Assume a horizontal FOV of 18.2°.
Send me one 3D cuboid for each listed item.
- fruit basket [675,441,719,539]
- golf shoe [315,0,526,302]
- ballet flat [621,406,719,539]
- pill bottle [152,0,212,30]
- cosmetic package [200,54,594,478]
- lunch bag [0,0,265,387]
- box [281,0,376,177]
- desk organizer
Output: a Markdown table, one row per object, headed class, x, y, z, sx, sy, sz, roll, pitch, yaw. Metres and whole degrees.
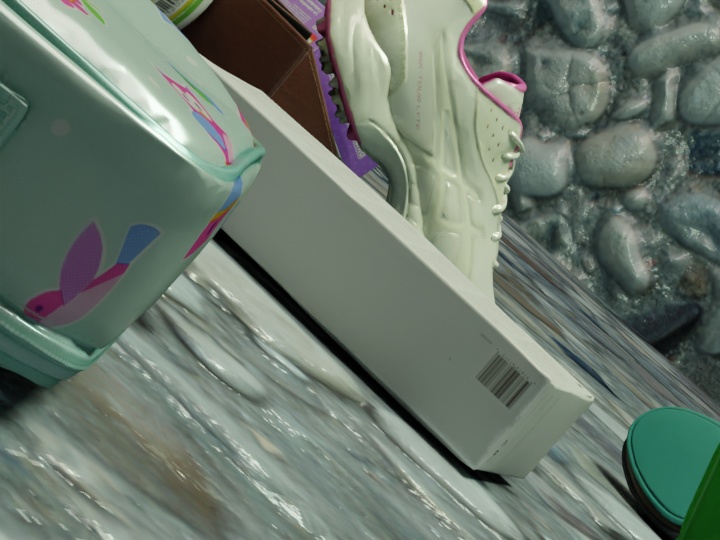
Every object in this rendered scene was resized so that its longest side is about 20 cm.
| class | x | y | z | sx | sy | sz | roll | pitch | yaw |
| --- | --- | --- | --- | --- | --- | --- | --- | --- | --- |
| fruit basket | 0.243 | 0.155 | 0.952 | 0.215 | 0.156 | 0.216 | 23 | 8 | -3 |
| golf shoe | 0.046 | -0.043 | 1.067 | 0.075 | 0.091 | 0.201 | -111 | -178 | -75 |
| ballet flat | 0.198 | 0.137 | 1.149 | 0.073 | 0.073 | 0.200 | 37 | 1 | -31 |
| pill bottle | -0.142 | -0.179 | 1.025 | 0.111 | 0.111 | 0.200 | 43 | 6 | 21 |
| cosmetic package | 0.000 | 0.000 | 0.909 | 0.200 | 0.051 | 0.083 | 43 | 8 | 19 |
| lunch bag | -0.116 | -0.063 | 0.499 | 0.200 | 0.077 | 0.160 | 40 | 7 | -4 |
| box | -0.064 | -0.165 | 1.563 | 0.200 | 0.039 | 0.137 | 45 | -15 | 36 |
| desk organizer | -0.059 | -0.096 | 1.112 | 0.072 | 0.077 | 0.200 | 37 | 7 | -33 |
